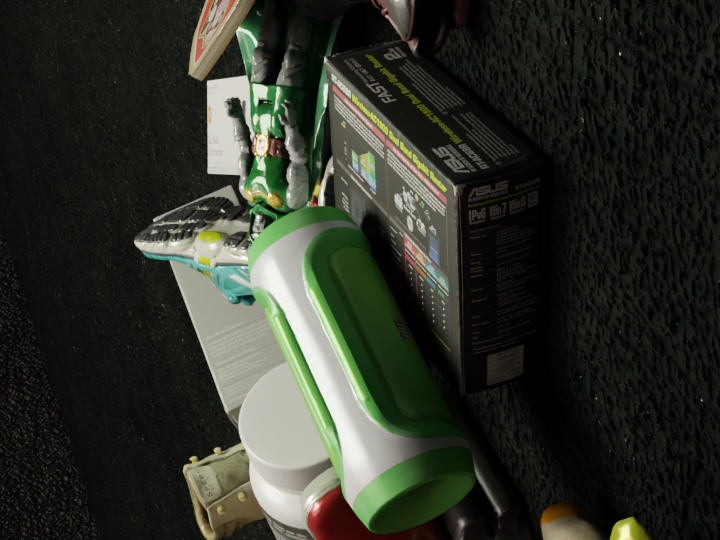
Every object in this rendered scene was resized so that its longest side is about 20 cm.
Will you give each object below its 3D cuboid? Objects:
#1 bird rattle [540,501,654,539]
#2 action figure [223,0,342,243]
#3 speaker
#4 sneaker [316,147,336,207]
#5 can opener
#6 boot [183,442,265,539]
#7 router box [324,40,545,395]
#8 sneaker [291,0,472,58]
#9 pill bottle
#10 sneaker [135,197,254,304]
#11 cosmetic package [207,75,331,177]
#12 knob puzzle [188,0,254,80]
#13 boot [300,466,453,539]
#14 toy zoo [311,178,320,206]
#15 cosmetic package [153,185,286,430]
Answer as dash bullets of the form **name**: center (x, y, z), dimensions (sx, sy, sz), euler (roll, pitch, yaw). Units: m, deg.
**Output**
- **bird rattle**: center (0.151, 0.222, 0.934), dimensions (0.163, 0.112, 0.201), euler (-117, 6, -62)
- **action figure**: center (-0.060, -0.114, 1.167), dimensions (0.118, 0.054, 0.202), euler (11, 101, 43)
- **speaker**: center (-0.002, 0.059, 1.013), dimensions (0.089, 0.088, 0.201), euler (106, 143, -56)
- **sneaker**: center (0.000, 0.000, 1.194), dimensions (0.080, 0.077, 0.201), euler (-131, 40, -70)
- **can opener**: center (0.080, 0.175, 1.107), dimensions (0.067, 0.053, 0.200), euler (96, 153, -45)
- **boot**: center (-0.069, 0.148, 1.348), dimensions (0.201, 0.154, 0.072), euler (98, 148, -52)
- **router box**: center (0.045, -0.039, 1.029), dimensions (0.200, 0.062, 0.151), euler (-130, 30, -51)
- **sneaker**: center (0.011, -0.174, 1.011), dimensions (0.116, 0.075, 0.200), euler (68, 159, 11)
- **pill bottle**: center (-0.016, 0.163, 1.188), dimensions (0.114, 0.113, 0.201), euler (56, 171, 43)
- **sneaker**: center (-0.115, -0.008, 1.346), dimensions (0.199, 0.077, 0.080), euler (14, 130, 45)
- **cosmetic package**: center (-0.074, -0.116, 1.297), dimensions (0.200, 0.050, 0.083), euler (-171, 83, -68)
- **knob puzzle**: center (-0.082, -0.227, 1.117), dimensions (0.220, 0.030, 0.220), euler (-55, 19, 30)
- **boot**: center (0.046, 0.219, 1.078), dimensions (0.200, 0.072, 0.145), euler (41, -166, -37)
- **toy zoo**: center (-0.030, -0.014, 1.323), dimensions (0.200, 0.020, 0.132), euler (-155, 52, -66)
- **cosmetic package**: center (-0.108, 0.038, 1.451), dimensions (0.107, 0.090, 0.201), euler (67, 177, -66)
